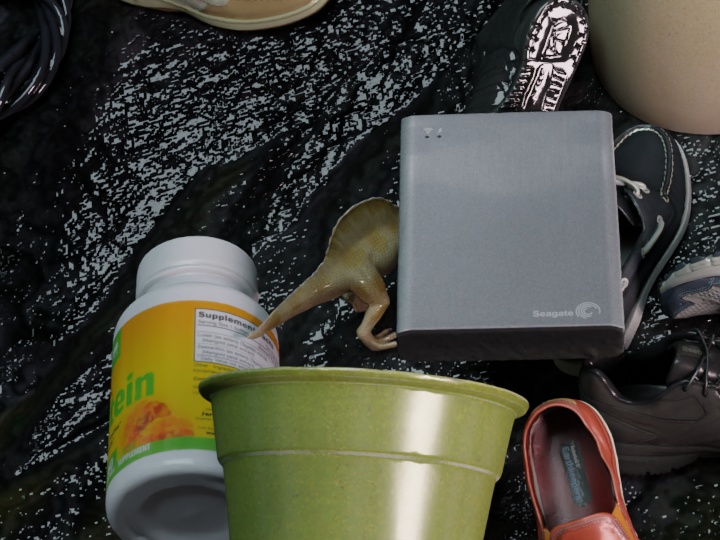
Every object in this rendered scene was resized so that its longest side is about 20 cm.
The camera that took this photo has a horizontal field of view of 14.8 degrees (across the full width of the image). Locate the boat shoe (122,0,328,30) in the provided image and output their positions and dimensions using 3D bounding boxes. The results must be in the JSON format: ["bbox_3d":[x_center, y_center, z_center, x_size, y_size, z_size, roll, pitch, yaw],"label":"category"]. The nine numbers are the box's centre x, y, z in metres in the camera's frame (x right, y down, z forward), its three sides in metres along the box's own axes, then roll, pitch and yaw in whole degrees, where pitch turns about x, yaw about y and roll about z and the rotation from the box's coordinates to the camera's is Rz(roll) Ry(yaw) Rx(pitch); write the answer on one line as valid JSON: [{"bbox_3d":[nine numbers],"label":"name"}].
[{"bbox_3d":[-0.115,-0.232,2.089,0.199,0.066,0.074,7,55,25],"label":"boat shoe"}]

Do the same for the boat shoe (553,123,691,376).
[{"bbox_3d":[0.169,-0.026,1.820,0.075,0.060,0.201,2,53,22],"label":"boat shoe"}]

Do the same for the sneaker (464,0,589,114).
[{"bbox_3d":[0.106,-0.132,1.929,0.200,0.060,0.104,-62,16,2],"label":"sneaker"}]

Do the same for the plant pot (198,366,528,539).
[{"bbox_3d":[-0.005,0.167,1.641,0.199,0.200,0.191,0,78,20],"label":"plant pot"}]

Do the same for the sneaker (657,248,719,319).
[{"bbox_3d":[0.277,0.021,1.732,0.199,0.078,0.087,-10,87,34],"label":"sneaker"}]

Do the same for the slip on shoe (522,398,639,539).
[{"bbox_3d":[0.138,0.167,1.651,0.074,0.061,0.201,-19,68,13],"label":"slip on shoe"}]

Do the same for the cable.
[{"bbox_3d":[-0.305,-0.170,2.119,0.200,0.051,0.163,-33,49,-9],"label":"cable"}]

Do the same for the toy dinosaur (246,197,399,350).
[{"bbox_3d":[0.000,0.000,1.831,0.200,0.101,0.058,-37,45,-16],"label":"toy dinosaur"}]

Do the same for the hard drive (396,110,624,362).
[{"bbox_3d":[0.094,-0.023,1.748,0.139,0.033,0.200,-1,44,3],"label":"hard drive"}]

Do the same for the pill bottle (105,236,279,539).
[{"bbox_3d":[-0.108,0.079,1.802,0.111,0.111,0.201,-11,49,11],"label":"pill bottle"}]

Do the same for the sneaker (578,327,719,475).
[{"bbox_3d":[0.227,0.077,1.695,0.199,0.091,0.076,-6,47,14],"label":"sneaker"}]

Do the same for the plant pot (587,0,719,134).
[{"bbox_3d":[0.242,-0.212,1.897,0.199,0.135,0.201,-11,49,13],"label":"plant pot"}]
